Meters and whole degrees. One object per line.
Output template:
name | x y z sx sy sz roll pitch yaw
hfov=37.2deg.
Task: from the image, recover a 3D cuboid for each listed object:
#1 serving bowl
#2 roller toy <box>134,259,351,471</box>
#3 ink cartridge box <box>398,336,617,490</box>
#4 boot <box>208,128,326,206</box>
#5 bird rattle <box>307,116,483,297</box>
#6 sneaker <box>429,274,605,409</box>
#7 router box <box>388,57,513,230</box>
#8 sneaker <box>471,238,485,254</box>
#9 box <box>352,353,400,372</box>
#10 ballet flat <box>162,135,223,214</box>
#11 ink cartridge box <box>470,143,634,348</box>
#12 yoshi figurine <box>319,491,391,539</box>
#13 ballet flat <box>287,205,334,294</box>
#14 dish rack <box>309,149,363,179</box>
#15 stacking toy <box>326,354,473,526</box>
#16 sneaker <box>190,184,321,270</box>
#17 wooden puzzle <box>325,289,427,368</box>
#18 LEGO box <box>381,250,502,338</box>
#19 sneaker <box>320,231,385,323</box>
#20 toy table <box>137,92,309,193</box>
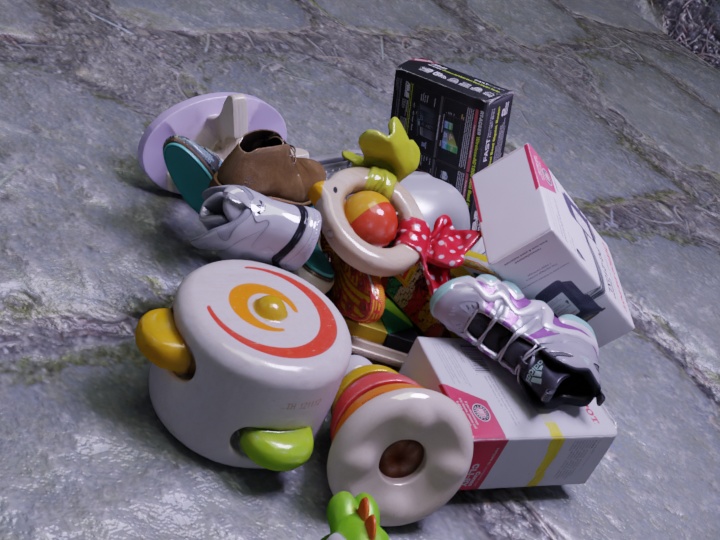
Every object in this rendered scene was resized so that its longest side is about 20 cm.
serving bowl | 0.041 -0.089 1.324 0.196 0.067 0.200 3 8 0
roller toy | -0.108 0.082 1.040 0.197 0.141 0.183 28 29 6
ink cartridge box | 0.152 0.151 1.140 0.197 0.084 0.146 4 38 -30
boot | -0.088 -0.118 1.224 0.073 0.076 0.199 37 23 20
bird rattle | 0.026 -0.050 1.161 0.161 0.112 0.203 -20 80 -37
sneaker | 0.166 0.084 1.092 0.196 0.079 0.141 17 31 -12
router box | 0.110 -0.159 1.400 0.148 0.203 0.062 28 37 31
sneaker | 0.148 -0.048 1.500 0.072 0.072 0.200 29 30 8
box | 0.085 0.142 1.209 0.197 0.022 0.164 7 35 -30
ballet flat | -0.160 -0.083 1.247 0.075 0.073 0.202 -85 150 -59
ink cartridge box | 0.217 -0.019 1.206 0.200 0.084 0.146 43 28 -37
yoshi figurine | -0.004 0.285 0.873 0.112 0.111 0.202 44 28 -39
ballet flat | -0.078 -0.023 1.222 0.068 0.070 0.201 13 28 -19
dish rack | -0.008 -0.098 1.493 0.171 0.044 0.198 43 34 25
stacking toy | 0.018 0.142 1.070 0.144 0.148 0.200 12 21 -21
sneaker | -0.132 -0.027 1.131 0.113 0.199 0.076 24 55 -23
wooden puzzle | -0.007 0.049 1.235 0.196 0.038 0.186 14 20 -16
LEGO box | 0.142 0.037 1.306 0.197 0.078 0.149 16 20 -36
sneaker | 0.000 0.000 1.213 0.076 0.074 0.201 13 21 -21
toy table | -0.165 -0.143 1.328 0.197 0.187 0.117 -24 35 -20
